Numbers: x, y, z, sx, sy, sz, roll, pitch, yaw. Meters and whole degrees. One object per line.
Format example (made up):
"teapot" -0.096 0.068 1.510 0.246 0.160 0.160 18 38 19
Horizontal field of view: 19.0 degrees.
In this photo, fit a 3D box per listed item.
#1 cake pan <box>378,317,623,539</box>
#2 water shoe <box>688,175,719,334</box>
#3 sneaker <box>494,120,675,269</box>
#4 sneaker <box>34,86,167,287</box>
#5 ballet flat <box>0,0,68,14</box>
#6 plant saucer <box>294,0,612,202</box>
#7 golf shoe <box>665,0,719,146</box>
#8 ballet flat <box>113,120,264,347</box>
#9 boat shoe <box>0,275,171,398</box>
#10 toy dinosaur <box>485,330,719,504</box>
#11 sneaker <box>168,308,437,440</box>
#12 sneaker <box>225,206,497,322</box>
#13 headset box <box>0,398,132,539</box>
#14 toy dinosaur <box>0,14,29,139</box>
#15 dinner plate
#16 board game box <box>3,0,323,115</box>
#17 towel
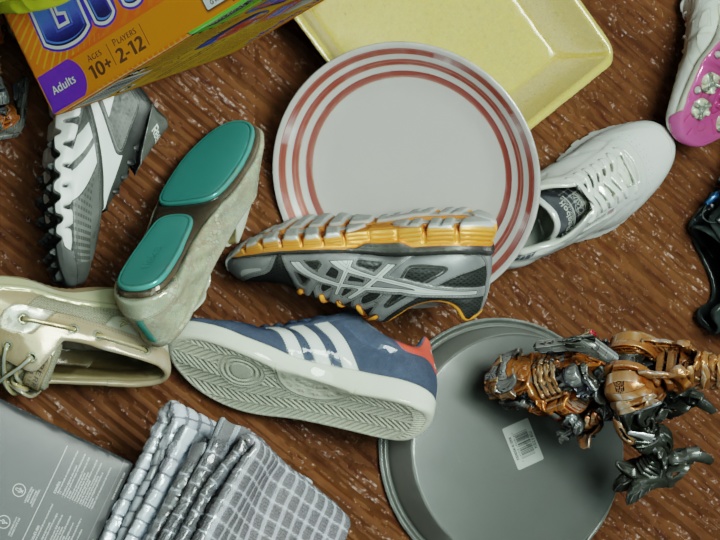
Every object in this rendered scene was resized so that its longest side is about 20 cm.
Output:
"cake pan" 0.113 0.134 1.618 0.200 0.037 0.200 2 83 -19
"water shoe" 0.301 -0.047 1.686 0.079 0.071 0.200 1 83 -17
"sneaker" 0.169 -0.056 1.637 0.200 0.080 0.076 -32 93 -21
"sneaker" -0.181 -0.087 1.524 0.090 0.066 0.200 4 80 -17
"ballet flat" -0.236 -0.194 1.378 0.067 0.200 0.067 -10 89 -52
"plant saucer" 0.061 -0.182 1.630 0.200 0.048 0.200 -39 98 -19
"golf shoe" 0.286 -0.189 1.696 0.075 0.092 0.200 37 79 -38
"ballet flat" -0.118 -0.025 1.530 0.200 0.067 0.062 -60 140 -40
"boat shoe" -0.227 0.051 1.481 0.200 0.072 0.065 3 51 -24
"toy dinosaur" 0.193 0.090 1.540 0.102 0.200 0.136 -57 138 -23
"sneaker" -0.040 0.059 1.563 0.200 0.075 0.085 17 51 -7
"sneaker" 0.000 0.000 1.546 0.200 0.078 0.077 -1 105 15
"headset box" -0.285 0.165 1.444 0.200 0.093 0.174 27 76 -14
"toy dinosaur" -0.291 -0.102 1.478 0.136 0.102 0.200 14 57 -34
"dinner plate" 0.034 -0.070 1.569 0.200 0.024 0.200 4 107 15
"board game box" -0.124 -0.252 1.452 0.200 0.200 0.200 -27 91 -51
"towel" -0.097 0.211 1.478 0.166 0.086 0.200 41 68 -45
